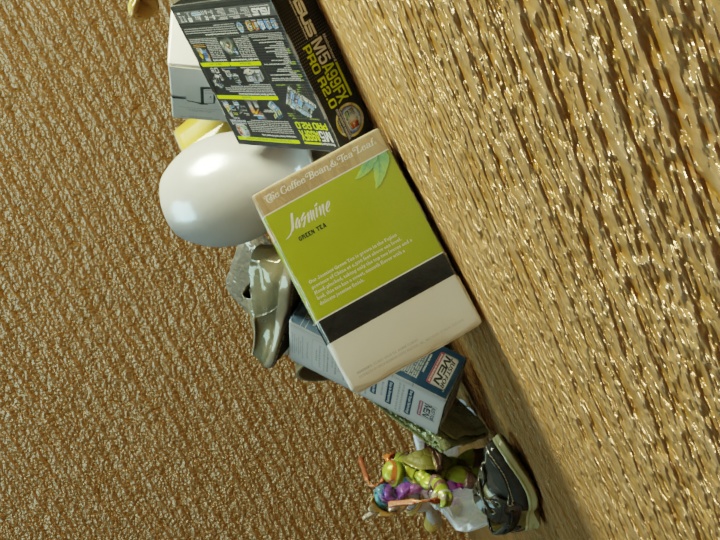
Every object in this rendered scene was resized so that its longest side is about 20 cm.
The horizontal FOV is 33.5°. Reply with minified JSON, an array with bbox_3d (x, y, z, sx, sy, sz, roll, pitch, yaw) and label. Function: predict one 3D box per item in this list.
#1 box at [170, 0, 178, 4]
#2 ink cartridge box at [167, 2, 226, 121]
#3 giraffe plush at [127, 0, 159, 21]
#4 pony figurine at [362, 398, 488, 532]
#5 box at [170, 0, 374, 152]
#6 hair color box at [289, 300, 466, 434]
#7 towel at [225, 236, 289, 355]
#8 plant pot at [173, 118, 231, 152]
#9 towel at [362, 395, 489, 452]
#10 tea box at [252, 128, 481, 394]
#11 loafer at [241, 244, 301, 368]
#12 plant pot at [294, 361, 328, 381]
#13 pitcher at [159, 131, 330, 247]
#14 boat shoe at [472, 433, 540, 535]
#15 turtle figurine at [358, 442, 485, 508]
[{"bbox_3d":[-0.130,-0.264,1.318,0.200,0.077,0.095,50,172,22],"label":"box"},{"bbox_3d":[-0.194,-0.287,1.488,0.200,0.083,0.148,123,150,-77],"label":"ink cartridge box"},{"bbox_3d":[-0.195,-0.344,1.214,0.174,0.161,0.200,62,176,-2],"label":"giraffe plush"},{"bbox_3d":[0.112,0.284,1.585,0.200,0.192,0.168,26,-145,-62],"label":"pony figurine"},{"bbox_3d":[-0.088,-0.196,1.142,0.199,0.044,0.161,12,135,55],"label":"box"},{"bbox_3d":[0.017,0.101,1.364,0.198,0.061,0.100,27,153,11],"label":"hair color box"},{"bbox_3d":[-0.110,0.028,1.513,0.133,0.034,0.200,46,157,5],"label":"towel"},{"bbox_3d":[-0.154,-0.182,1.697,0.202,0.187,0.201,61,178,4],"label":"plant pot"},{"bbox_3d":[0.060,0.151,1.468,0.199,0.037,0.148,36,-167,20],"label":"towel"},{"bbox_3d":[0.004,-0.002,1.122,0.199,0.132,0.200,63,177,5],"label":"tea box"},{"bbox_3d":[-0.100,0.035,1.378,0.068,0.076,0.201,30,139,12],"label":"loafer"},{"bbox_3d":[-0.024,0.028,1.662,0.188,0.185,0.202,72,-178,-72],"label":"plant pot"},{"bbox_3d":[-0.106,-0.097,1.323,0.171,0.198,0.123,2,-105,-69],"label":"pitcher"},{"bbox_3d":[0.159,0.251,1.335,0.072,0.065,0.202,60,176,34],"label":"boat shoe"},{"bbox_3d":[0.086,0.239,1.441,0.200,0.159,0.065,-173,86,-68],"label":"turtle figurine"}]
